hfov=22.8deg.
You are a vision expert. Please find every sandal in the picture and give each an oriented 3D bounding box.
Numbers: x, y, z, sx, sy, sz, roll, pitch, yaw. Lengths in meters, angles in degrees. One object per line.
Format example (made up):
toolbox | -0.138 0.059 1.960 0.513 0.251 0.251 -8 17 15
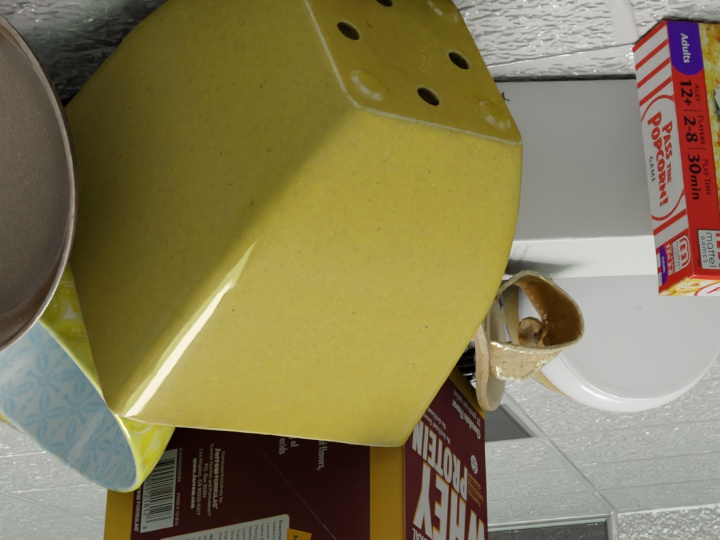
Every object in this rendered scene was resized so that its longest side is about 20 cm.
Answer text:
sandal | 0.100 0.034 1.078 0.069 0.078 0.212 -2 159 13

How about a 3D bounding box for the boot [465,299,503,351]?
boot | 0.001 0.002 1.207 0.210 0.080 0.158 -2 147 -6

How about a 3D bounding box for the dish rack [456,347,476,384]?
dish rack | 0.031 0.053 1.369 0.152 0.055 0.200 -7 -151 10

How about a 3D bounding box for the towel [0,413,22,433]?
towel | -0.206 0.109 1.219 0.199 0.023 0.143 33 166 -22

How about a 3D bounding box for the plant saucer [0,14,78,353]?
plant saucer | -0.218 -0.051 0.916 0.199 0.201 0.032 -13 -177 32

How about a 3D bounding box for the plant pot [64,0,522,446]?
plant pot | -0.028 -0.051 0.941 0.193 0.196 0.200 10 133 -37

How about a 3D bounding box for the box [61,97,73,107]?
box | -0.201 -0.026 1.119 0.197 0.050 0.200 -9 147 -4

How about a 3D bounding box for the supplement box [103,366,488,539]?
supplement box | -0.036 0.155 1.082 0.199 0.198 0.133 -14 146 21

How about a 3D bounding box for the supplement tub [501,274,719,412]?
supplement tub | 0.174 0.023 1.248 0.144 0.146 0.200 -3 180 -3

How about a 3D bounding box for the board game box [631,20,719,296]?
board game box | 0.262 -0.061 1.035 0.199 0.153 0.046 1 164 -18

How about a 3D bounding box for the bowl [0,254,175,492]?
bowl | -0.165 0.021 1.039 0.200 0.108 0.201 34 153 20

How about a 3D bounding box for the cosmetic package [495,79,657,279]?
cosmetic package | 0.111 -0.055 1.104 0.199 0.108 0.085 -4 164 -5
